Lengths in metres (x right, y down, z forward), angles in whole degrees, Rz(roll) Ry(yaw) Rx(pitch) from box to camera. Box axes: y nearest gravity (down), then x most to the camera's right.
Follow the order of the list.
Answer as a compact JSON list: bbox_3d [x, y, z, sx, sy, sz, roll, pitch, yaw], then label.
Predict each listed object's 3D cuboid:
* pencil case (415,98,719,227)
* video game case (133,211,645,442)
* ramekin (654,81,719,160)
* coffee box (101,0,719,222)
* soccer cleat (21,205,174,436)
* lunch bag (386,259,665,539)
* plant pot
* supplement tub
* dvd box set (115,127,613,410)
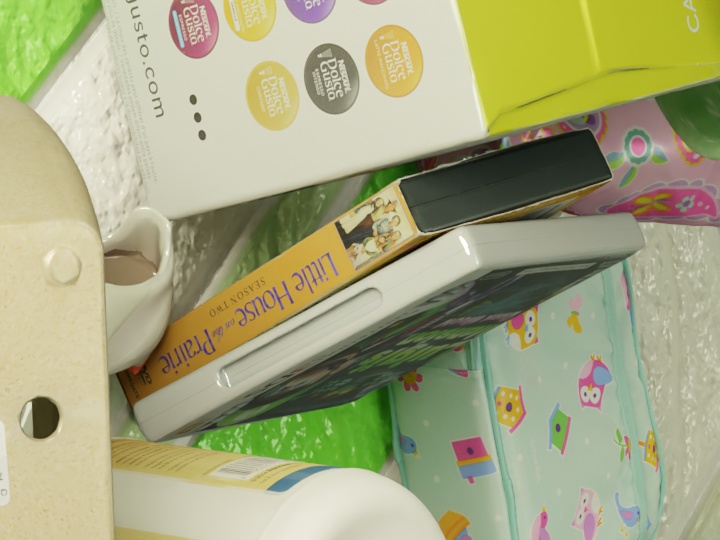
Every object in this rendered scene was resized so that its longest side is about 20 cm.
[{"bbox_3d":[0.126,-0.067,1.523,0.199,0.087,0.088,2,91,-32],"label":"pencil case"},{"bbox_3d":[0.018,0.025,1.338,0.200,0.181,0.023,-7,71,-64],"label":"video game case"},{"bbox_3d":[0.191,-0.160,1.384,0.097,0.200,0.201,-13,106,-11],"label":"ramekin"},{"bbox_3d":[0.018,-0.150,1.303,0.200,0.197,0.200,-15,92,-49],"label":"coffee box"},{"bbox_3d":[-0.147,0.034,1.237,0.200,0.069,0.078,-38,149,-49],"label":"soccer cleat"},{"bbox_3d":[0.091,0.072,1.535,0.160,0.077,0.201,-26,113,-47],"label":"lunch bag"},{"bbox_3d":[-0.182,0.044,1.060,0.199,0.177,0.201,-5,97,-25],"label":"plant pot"},{"bbox_3d":[-0.073,0.146,1.236,0.144,0.199,0.145,-8,100,-52],"label":"supplement tub"},{"bbox_3d":[0.000,0.000,1.327,0.146,0.200,0.029,-18,80,-48],"label":"dvd box set"}]
